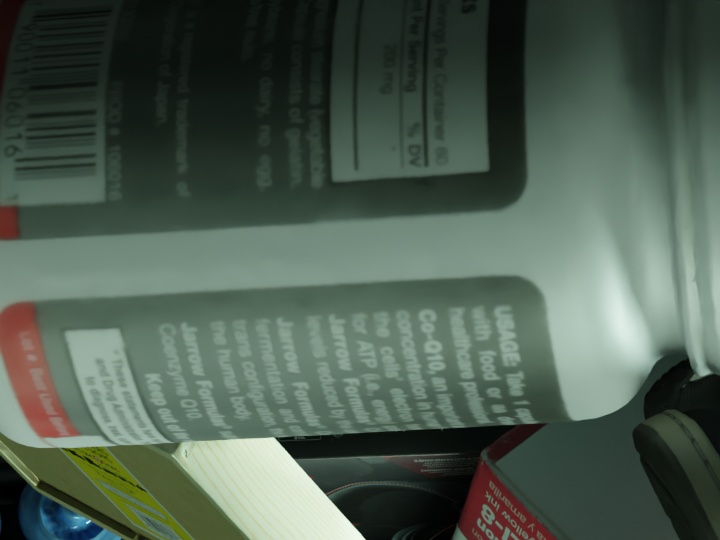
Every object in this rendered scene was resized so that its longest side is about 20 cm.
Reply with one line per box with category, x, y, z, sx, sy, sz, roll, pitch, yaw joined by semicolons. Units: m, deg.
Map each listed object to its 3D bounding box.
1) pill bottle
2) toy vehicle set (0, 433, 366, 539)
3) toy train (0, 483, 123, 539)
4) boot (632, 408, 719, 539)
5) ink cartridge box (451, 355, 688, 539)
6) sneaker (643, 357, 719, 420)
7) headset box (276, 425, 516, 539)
pill bottle;0.010;-0.018;0.688;0.199;0.114;0.114;-3;160;10
toy vehicle set;-0.077;0.056;0.930;0.200;0.027;0.124;22;157;47
toy train;-0.175;0.147;1.221;0.199;0.115;0.087;-2;158;-15
boot;0.158;0.047;0.723;0.150;0.073;0.200;-29;155;10
ink cartridge box;0.119;0.128;1.026;0.145;0.145;0.200;-35;157;-30
sneaker;0.178;0.053;0.838;0.199;0.080;0.074;2;166;-16
headset box;0.001;0.060;1.097;0.148;0.075;0.200;-3;159;8
